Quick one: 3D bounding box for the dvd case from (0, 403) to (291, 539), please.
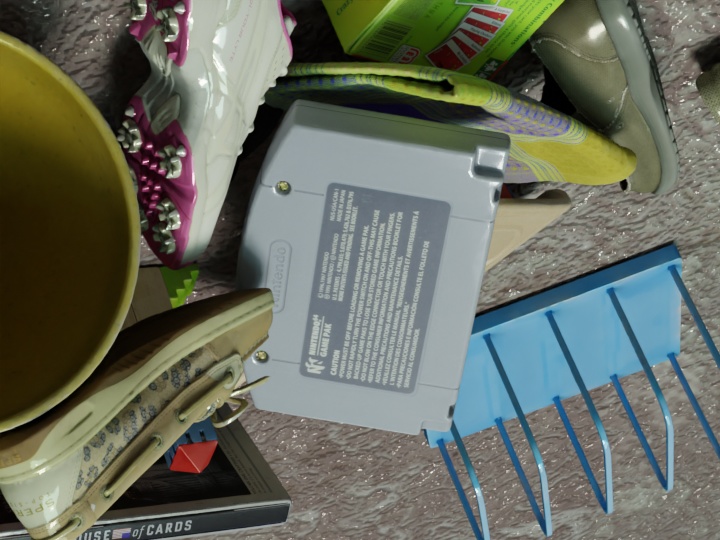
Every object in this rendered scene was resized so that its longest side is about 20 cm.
[{"bbox_3d":[-0.161,0.112,1.257,0.199,0.150,0.025,-3,123,-29],"label":"dvd case"}]

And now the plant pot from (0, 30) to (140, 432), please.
[{"bbox_3d":[-0.224,-0.009,1.027,0.199,0.202,0.142,-5,172,-26],"label":"plant pot"}]

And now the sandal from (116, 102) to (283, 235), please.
[{"bbox_3d":[-0.114,-0.043,1.144,0.200,0.048,0.075,-36,147,13],"label":"sandal"}]

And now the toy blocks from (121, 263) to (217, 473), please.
[{"bbox_3d":[-0.173,0.072,1.199,0.199,0.137,0.100,-5,144,-25],"label":"toy blocks"}]

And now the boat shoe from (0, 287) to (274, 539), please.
[{"bbox_3d":[-0.109,0.068,1.050,0.073,0.063,0.200,-12,-164,44],"label":"boat shoe"}]

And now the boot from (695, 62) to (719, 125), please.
[{"bbox_3d":[0.306,-0.105,1.298,0.154,0.072,0.200,-34,141,17],"label":"boot"}]

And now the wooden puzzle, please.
[{"bbox_3d":[0.014,0.001,1.264,0.185,0.046,0.200,-38,167,28],"label":"wooden puzzle"}]

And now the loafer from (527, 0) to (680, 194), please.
[{"bbox_3d":[0.136,-0.108,1.200,0.069,0.076,0.200,-15,145,10],"label":"loafer"}]

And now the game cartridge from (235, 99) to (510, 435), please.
[{"bbox_3d":[0.000,0.000,1.125,0.132,0.042,0.201,12,129,3],"label":"game cartridge"}]

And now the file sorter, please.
[{"bbox_3d":[0.150,0.098,1.453,0.199,0.123,0.139,-20,148,-4],"label":"file sorter"}]

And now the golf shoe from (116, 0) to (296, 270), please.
[{"bbox_3d":[-0.071,-0.090,1.056,0.091,0.075,0.201,-17,133,-31],"label":"golf shoe"}]

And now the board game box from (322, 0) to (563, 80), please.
[{"bbox_3d":[0.080,-0.183,1.064,0.101,0.048,0.200,10,136,-42],"label":"board game box"}]

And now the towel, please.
[{"bbox_3d":[0.050,-0.078,1.136,0.143,0.023,0.200,5,172,35],"label":"towel"}]
